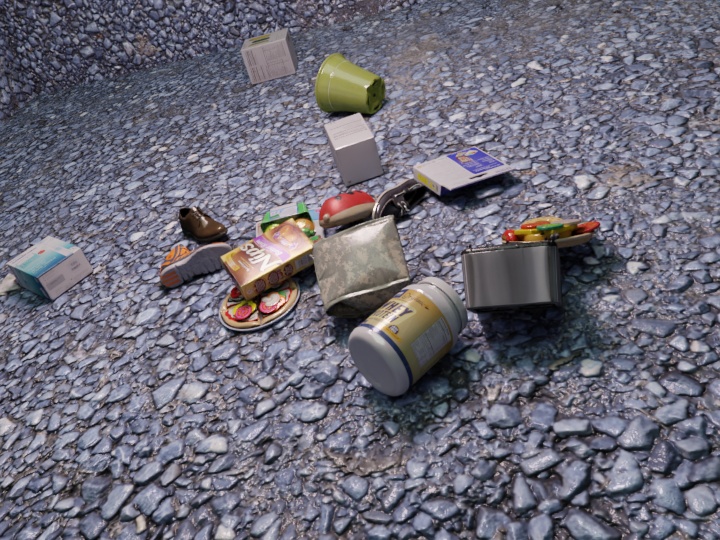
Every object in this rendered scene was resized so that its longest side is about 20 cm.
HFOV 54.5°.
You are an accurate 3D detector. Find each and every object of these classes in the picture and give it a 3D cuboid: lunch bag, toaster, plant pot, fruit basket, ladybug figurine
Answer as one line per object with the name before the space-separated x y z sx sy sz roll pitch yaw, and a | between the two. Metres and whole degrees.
lunch bag | 0.000 0.000 1.477 0.197 0.118 0.166 -15 62 2
toaster | 0.288 0.012 1.308 0.178 0.121 0.200 -6 -10 17
plant pot | -0.021 -0.613 2.370 0.188 0.202 0.200 23 49 27
fruit basket | -0.179 -0.082 1.743 0.182 0.095 0.201 -13 37 6
ladybug figurine | -0.034 -0.154 1.738 0.134 0.073 0.199 -15 5 31

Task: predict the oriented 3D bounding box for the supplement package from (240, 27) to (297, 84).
supplement package | -0.382 -0.906 2.959 0.196 0.152 0.153 -12 34 8

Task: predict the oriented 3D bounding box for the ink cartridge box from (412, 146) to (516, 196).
ink cartridge box | 0.265 -0.250 1.805 0.195 0.048 0.200 -19 34 -17

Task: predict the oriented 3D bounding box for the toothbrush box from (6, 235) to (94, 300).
toothbrush box | -0.871 -0.009 1.963 0.198 0.086 0.146 15 45 41

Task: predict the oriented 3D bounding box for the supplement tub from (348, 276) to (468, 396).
supplement tub | 0.090 0.117 1.285 0.199 0.146 0.143 -37 38 -28

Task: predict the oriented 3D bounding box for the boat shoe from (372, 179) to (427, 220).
boat shoe | 0.100 -0.172 1.760 0.062 0.074 0.200 13 39 33

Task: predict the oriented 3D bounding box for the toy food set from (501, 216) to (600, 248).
toy food set | 0.391 -0.079 1.451 0.198 0.050 0.196 -13 9 -37

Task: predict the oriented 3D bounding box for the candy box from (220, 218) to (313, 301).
candy box | -0.211 -0.027 1.628 0.198 0.057 0.117 -31 53 -16

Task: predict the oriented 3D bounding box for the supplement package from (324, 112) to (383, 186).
supplement package | -0.021 -0.352 2.027 0.118 0.123 0.201 -18 34 -2

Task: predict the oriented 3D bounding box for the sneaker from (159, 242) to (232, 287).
sneaker | -0.430 -0.039 1.809 0.197 0.078 0.112 -21 35 -5

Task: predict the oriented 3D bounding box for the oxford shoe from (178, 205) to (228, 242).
oxford shoe | -0.446 -0.132 1.945 0.198 0.085 0.073 15 43 37

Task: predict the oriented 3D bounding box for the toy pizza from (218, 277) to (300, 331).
toy pizza | -0.235 0.065 1.611 0.197 0.032 0.201 -12 34 8
